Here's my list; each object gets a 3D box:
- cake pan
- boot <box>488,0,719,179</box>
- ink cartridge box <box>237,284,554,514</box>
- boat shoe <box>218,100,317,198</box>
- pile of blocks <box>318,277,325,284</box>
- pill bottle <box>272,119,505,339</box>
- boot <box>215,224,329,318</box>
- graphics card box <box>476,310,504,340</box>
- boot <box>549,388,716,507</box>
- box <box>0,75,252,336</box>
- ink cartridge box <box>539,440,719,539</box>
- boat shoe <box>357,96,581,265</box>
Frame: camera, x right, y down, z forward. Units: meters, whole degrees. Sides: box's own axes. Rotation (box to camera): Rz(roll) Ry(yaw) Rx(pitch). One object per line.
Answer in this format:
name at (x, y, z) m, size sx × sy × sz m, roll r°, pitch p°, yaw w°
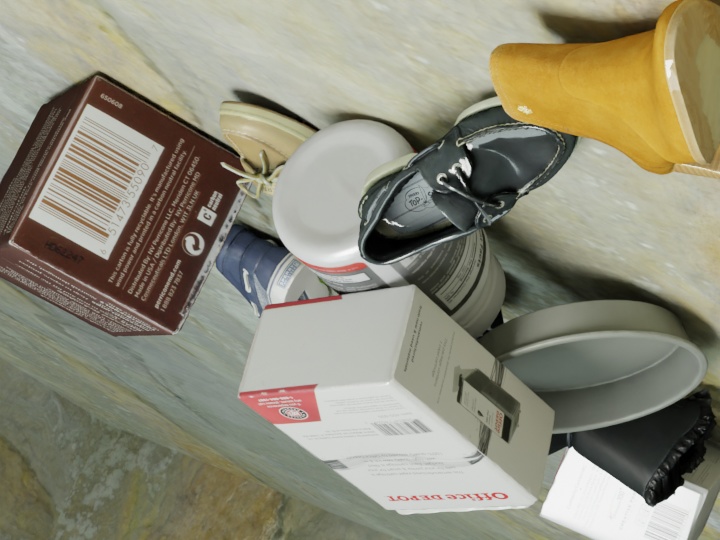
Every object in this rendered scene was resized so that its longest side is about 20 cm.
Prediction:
cake pan at (0.171, 0.076, 1.576) m, size 0.200 × 0.037 × 0.200 m, roll -6°, pitch 154°, yaw -3°
boot at (0.131, -0.099, 1.062) m, size 0.144 × 0.071 × 0.201 m, roll 17°, pitch 170°, yaw 25°
ink cartridge box at (0.030, 0.100, 1.494) m, size 0.147 × 0.083 × 0.200 m, roll -8°, pitch 145°, yaw 37°
boat shoe at (-0.043, -0.065, 1.569) m, size 0.073 × 0.063 × 0.200 m, roll 13°, pitch 162°, yaw 48°
pile of blocks at (0.000, 0.000, 1.756) m, size 0.082 × 0.062 × 0.200 m, roll 27°, pitch 167°, yaw -7°
pill bottle at (0.027, -0.019, 1.496) m, size 0.116 × 0.116 × 0.200 m, roll 18°, pitch 165°, yaw 33°
boot at (-0.090, 0.013, 2.004) m, size 0.090 × 0.073 × 0.200 m, roll 31°, pitch 162°, yaw 14°
graphics card box at (0.020, 0.055, 1.721) m, size 0.200 × 0.051 × 0.125 m, roll -10°, pitch 172°, yaw -2°
boot at (0.191, 0.146, 1.692) m, size 0.162 × 0.198 × 0.073 m, roll 31°, pitch 147°, yaw 26°
box at (-0.220, -0.050, 1.746) m, size 0.164 × 0.166 × 0.200 m, roll 29°, pitch 168°, yaw -18°
ink cartridge box at (0.236, 0.184, 1.831) m, size 0.175 × 0.084 × 0.200 m, roll 23°, pitch -169°, yaw 15°
boat shoe at (0.063, -0.052, 1.292) m, size 0.074 × 0.066 × 0.199 m, roll 42°, pitch 142°, yaw -26°
